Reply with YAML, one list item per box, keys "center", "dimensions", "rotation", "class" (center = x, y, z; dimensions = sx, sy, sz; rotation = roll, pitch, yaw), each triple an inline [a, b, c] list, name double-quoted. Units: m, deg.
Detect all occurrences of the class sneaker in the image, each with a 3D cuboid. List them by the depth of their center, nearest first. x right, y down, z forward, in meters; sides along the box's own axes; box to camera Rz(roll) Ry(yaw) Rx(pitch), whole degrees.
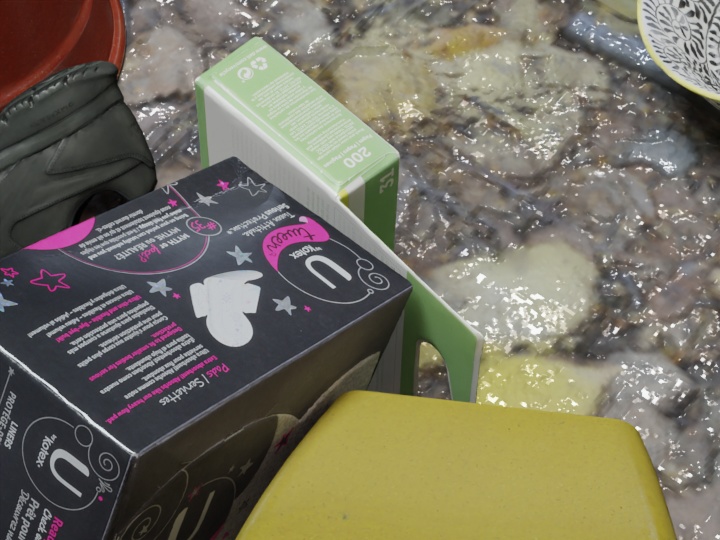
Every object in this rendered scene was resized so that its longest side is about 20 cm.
- center: [-0.195, -0.026, 1.092]
  dimensions: [0.199, 0.076, 0.091]
  rotation: [-30, 102, 5]
  class: "sneaker"

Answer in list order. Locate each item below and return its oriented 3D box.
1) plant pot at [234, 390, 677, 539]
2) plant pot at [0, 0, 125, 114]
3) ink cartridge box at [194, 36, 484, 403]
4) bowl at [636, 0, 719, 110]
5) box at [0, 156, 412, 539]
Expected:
- center: [0.043, 0.164, 0.892]
  dimensions: [0.198, 0.201, 0.177]
  rotation: [6, 45, 7]
  class: "plant pot"
- center: [-0.237, -0.179, 1.124]
  dimensions: [0.199, 0.196, 0.202]
  rotation: [-1, 56, 2]
  class: "plant pot"
- center: [0.000, 0.000, 1.021]
  dimensions: [0.048, 0.146, 0.200]
  rotation: [-36, 62, -25]
  class: "ink cartridge box"
- center: [0.254, -0.132, 1.112]
  dimensions: [0.199, 0.094, 0.202]
  rotation: [-18, 44, 18]
  class: "bowl"
- center: [-0.089, 0.058, 0.907]
  dimensions: [0.114, 0.133, 0.200]
  rotation: [36, 35, 20]
  class: "box"
